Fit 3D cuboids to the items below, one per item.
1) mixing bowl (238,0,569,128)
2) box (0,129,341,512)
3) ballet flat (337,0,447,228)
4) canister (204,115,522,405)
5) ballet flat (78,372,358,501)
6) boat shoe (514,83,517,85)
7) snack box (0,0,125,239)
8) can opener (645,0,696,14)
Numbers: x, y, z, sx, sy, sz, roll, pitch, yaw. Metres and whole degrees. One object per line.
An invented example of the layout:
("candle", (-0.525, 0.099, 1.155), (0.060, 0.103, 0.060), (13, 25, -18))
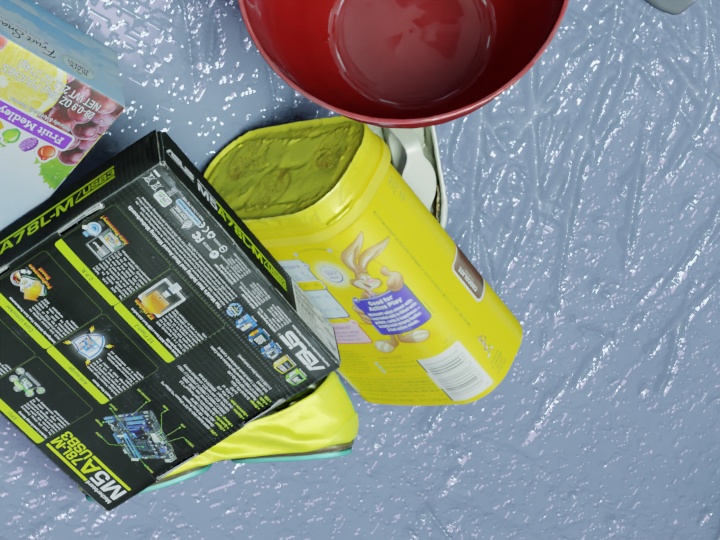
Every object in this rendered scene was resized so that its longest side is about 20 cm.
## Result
("mixing bowl", (0.029, -0.165, 1.056), (0.198, 0.108, 0.202), (-1, 74, 5))
("box", (-0.143, 0.037, 1.083), (0.192, 0.048, 0.200), (-31, 125, 14))
("ballet flat", (0.024, -0.107, 1.156), (0.069, 0.069, 0.202), (-20, 117, -10))
("canister", (0.000, 0.000, 1.150), (0.200, 0.148, 0.087), (49, 56, -32))
("ballet flat", (-0.101, 0.109, 1.205), (0.198, 0.067, 0.068), (-10, 98, -4))
("boat shoe", (0.086, -0.224, 1.134), (0.066, 0.074, 0.202), (5, 102, -5))
("snack box", (-0.264, -0.083, 1.029), (0.168, 0.068, 0.200), (28, 119, -32))
("can opener", (0.183, -0.231, 1.141), (0.067, 0.054, 0.200), (-39, 137, 15))
